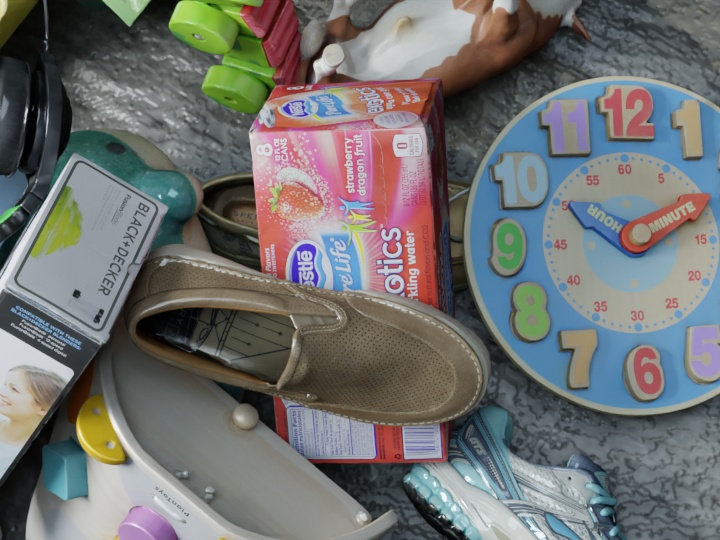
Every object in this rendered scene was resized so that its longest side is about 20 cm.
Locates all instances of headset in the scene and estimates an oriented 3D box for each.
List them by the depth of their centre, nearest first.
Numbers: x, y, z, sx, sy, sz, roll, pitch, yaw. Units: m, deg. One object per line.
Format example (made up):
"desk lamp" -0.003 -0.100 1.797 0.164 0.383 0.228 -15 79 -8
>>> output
"headset" -0.208 -0.098 1.140 0.123 0.094 0.201 36 76 -14

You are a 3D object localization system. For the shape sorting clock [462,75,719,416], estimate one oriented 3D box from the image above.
"shape sorting clock" 0.157 -0.016 1.234 0.199 0.039 0.201 2 75 -7

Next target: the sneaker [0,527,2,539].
"sneaker" -0.263 0.095 1.256 0.081 0.088 0.201 -19 68 3

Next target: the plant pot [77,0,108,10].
"plant pot" -0.100 -0.259 1.278 0.195 0.200 0.201 -18 74 11

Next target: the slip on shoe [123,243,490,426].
"slip on shoe" -0.029 0.041 1.128 0.199 0.061 0.076 20 113 -3

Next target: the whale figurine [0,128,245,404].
"whale figurine" -0.139 0.009 1.229 0.200 0.103 0.159 48 128 22

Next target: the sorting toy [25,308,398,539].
"sorting toy" -0.114 0.147 1.190 0.200 0.180 0.107 39 42 2

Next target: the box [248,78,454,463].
"box" 0.000 0.000 1.195 0.099 0.096 0.201 -2 111 8

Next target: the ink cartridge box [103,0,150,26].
"ink cartridge box" -0.112 -0.240 1.161 0.104 0.059 0.200 43 108 5

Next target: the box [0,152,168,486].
"box" -0.186 0.044 1.150 0.060 0.200 0.117 31 42 -10

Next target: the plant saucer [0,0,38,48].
"plant saucer" -0.253 -0.204 1.304 0.048 0.200 0.201 -4 72 -34

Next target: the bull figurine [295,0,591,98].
"bull figurine" 0.052 -0.144 1.251 0.199 0.122 0.065 -27 67 -2

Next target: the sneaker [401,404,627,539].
"sneaker" 0.122 0.151 1.198 0.200 0.078 0.086 38 81 15

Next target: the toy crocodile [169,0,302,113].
"toy crocodile" -0.062 -0.140 1.230 0.061 0.200 0.068 19 75 16

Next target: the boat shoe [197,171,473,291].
"boat shoe" 0.000 -0.027 1.264 0.199 0.063 0.074 0 76 7

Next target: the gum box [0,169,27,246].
"gum box" -0.279 0.013 1.213 0.199 0.045 0.171 -23 37 44
